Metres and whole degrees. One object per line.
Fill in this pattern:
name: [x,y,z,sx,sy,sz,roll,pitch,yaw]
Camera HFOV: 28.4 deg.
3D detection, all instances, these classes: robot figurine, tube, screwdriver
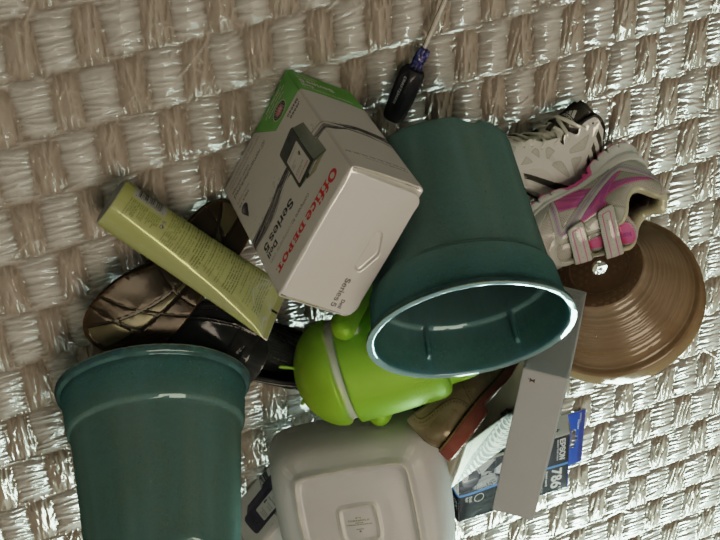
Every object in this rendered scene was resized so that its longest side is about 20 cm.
robot figurine: [0.020,0.092,1.478,0.199,0.116,0.176,-17,138,5]
tube: [-0.161,-0.011,1.382,0.200,0.052,0.058,34,85,-15]
screwdriver: [0.071,-0.232,1.401,0.028,0.029,0.201,8,124,-31]

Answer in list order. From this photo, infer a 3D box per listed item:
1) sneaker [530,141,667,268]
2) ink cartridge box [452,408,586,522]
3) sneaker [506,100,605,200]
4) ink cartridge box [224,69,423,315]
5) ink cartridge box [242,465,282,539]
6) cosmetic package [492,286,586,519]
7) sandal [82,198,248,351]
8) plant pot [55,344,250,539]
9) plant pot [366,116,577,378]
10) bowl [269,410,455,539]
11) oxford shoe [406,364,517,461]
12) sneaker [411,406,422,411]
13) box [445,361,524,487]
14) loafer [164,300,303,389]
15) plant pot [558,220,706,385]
sneaker: [0.245,-0.050,1.509,0.200,0.088,0.081,-41,138,-9]
ink cartridge box: [0.207,0.249,1.820,0.199,0.039,0.100,-17,129,-16]
sneaker: [0.185,-0.143,1.513,0.200,0.076,0.116,20,104,-45]
ink cartridge box: [-0.040,-0.076,1.346,0.084,0.200,0.146,17,114,-31]
ink cartridge box: [-0.062,0.296,1.685,0.145,0.084,0.200,29,107,-38]
cosmetic package: [0.188,0.138,1.500,0.051,0.151,0.201,14,128,10]
sandal: [-0.193,0.006,1.429,0.082,0.055,0.200,44,82,-15]
plant pot: [-0.200,0.205,1.420,0.199,0.197,0.200,-7,152,-4]
plant pot: [0.090,-0.026,1.366,0.199,0.197,0.200,-7,151,-4]
bowl: [0.002,0.263,1.564,0.199,0.075,0.201,-9,105,5]
oxford shoe: [0.120,0.115,1.561,0.200,0.075,0.071,-52,175,-41]
sneaker: [0.050,0.117,1.628,0.087,0.076,0.200,32,96,-35]
box: [0.149,0.164,1.651,0.200,0.068,0.082,-29,146,-40]
loafer: [-0.122,0.082,1.508,0.200,0.070,0.068,17,114,-35]
plant pot: [0.273,0.017,1.567,0.200,0.201,0.093,-35,143,0]
